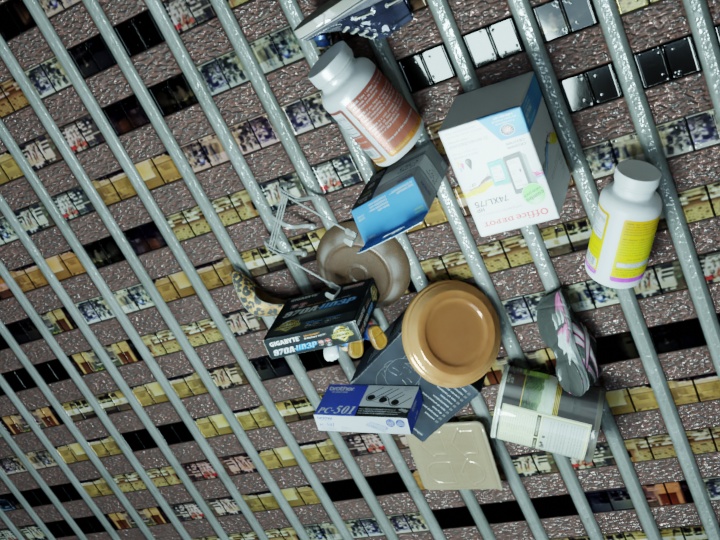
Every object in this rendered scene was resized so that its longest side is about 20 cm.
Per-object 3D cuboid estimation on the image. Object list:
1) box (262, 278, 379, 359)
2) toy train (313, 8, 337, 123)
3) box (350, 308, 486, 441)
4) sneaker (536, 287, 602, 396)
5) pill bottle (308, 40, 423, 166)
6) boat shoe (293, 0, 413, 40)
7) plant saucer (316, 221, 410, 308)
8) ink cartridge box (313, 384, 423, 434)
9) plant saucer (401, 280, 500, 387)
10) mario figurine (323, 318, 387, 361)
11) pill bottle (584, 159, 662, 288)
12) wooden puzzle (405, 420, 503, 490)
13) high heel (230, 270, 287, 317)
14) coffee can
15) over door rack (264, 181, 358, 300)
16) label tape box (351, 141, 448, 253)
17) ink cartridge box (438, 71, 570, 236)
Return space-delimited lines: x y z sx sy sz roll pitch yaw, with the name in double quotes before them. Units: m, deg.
"box" -0.072 0.093 1.737 0.196 0.160 0.047 -14 114 22
"toy train" -0.056 -0.349 1.563 0.033 0.046 0.203 1 122 20
"box" 0.120 0.202 1.813 0.199 0.124 0.197 38 126 -6
"sneaker" 0.396 0.126 1.695 0.080 0.085 0.204 -3 105 55
"pill bottle" 0.007 -0.283 1.524 0.111 0.113 0.200 -29 119 33
"boat shoe" -0.006 -0.405 1.472 0.197 0.075 0.093 -26 115 17
"plant saucer" 0.000 0.000 1.781 0.196 0.037 0.204 11 125 15
"ink cartridge box" 0.016 0.270 1.766 0.196 0.094 0.045 -3 122 24
"plant saucer" 0.175 0.118 1.702 0.199 0.202 0.037 37 165 -6
"mario figurine" -0.015 0.138 1.798 0.122 0.199 0.108 22 90 -22
"pill bottle" 0.444 -0.078 1.516 0.102 0.105 0.203 13 126 12
"wooden puzzle" 0.203 0.396 1.964 0.196 0.046 0.188 -4 120 29
"high heel" -0.166 0.048 1.870 0.142 0.072 0.201 -38 98 20
"coffee can" 0.363 0.276 1.755 0.196 0.147 0.149 12 126 13
"over door rack" -0.091 -0.061 1.744 0.199 0.066 0.150 37 130 22
"label tape box" 0.061 -0.127 1.569 0.142 0.201 0.067 -26 110 32
"ink cartridge box" 0.242 -0.190 1.492 0.144 0.147 0.202 -13 117 28
